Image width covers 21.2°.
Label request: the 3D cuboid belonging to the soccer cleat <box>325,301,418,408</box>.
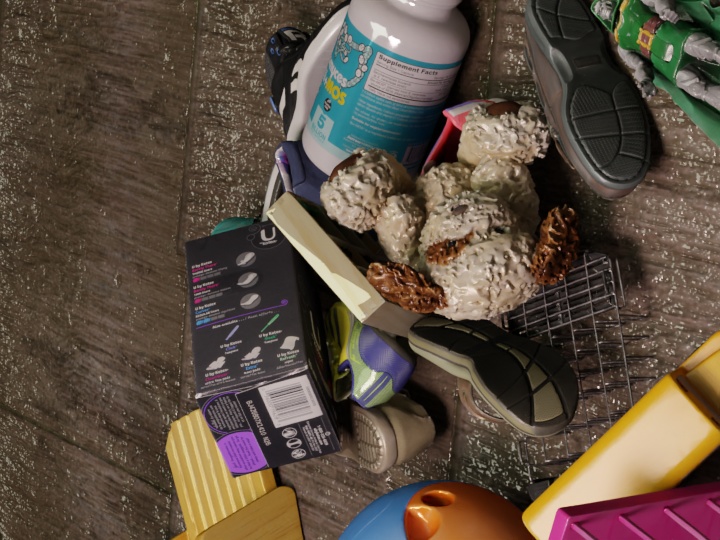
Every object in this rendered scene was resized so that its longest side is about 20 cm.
[{"bbox_3d":[-0.006,0.077,1.735,0.084,0.065,0.200,-51,16,-4],"label":"soccer cleat"}]

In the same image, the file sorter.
[{"bbox_3d":[0.231,0.246,1.354,0.125,0.199,0.139,37,120,44],"label":"file sorter"}]

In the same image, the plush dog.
[{"bbox_3d":[0.083,-0.022,1.546,0.172,0.199,0.161,-109,0,-57],"label":"plush dog"}]

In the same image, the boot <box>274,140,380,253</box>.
[{"bbox_3d":[-0.015,-0.034,1.765,0.073,0.090,0.201,118,140,-56],"label":"boot"}]

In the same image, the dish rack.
[{"bbox_3d":[0.181,0.088,1.542,0.153,0.054,0.201,-23,71,51],"label":"dish rack"}]

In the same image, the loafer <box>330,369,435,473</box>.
[{"bbox_3d":[0.012,0.137,1.769,0.200,0.068,0.076,-144,51,-66],"label":"loafer"}]

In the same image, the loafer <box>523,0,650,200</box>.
[{"bbox_3d":[0.177,-0.134,1.536,0.063,0.072,0.201,110,150,-55],"label":"loafer"}]

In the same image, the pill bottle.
[{"bbox_3d":[0.028,-0.178,1.693,0.111,0.110,0.201,50,129,41],"label":"pill bottle"}]

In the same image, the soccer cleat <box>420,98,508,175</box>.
[{"bbox_3d":[0.074,-0.060,1.664,0.068,0.073,0.201,49,130,40],"label":"soccer cleat"}]

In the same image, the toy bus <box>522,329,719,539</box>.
[{"bbox_3d":[0.214,0.133,1.417,0.065,0.078,0.200,48,109,13],"label":"toy bus"}]

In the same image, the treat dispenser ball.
[{"bbox_3d":[0.067,0.272,1.578,0.201,0.200,0.202,3,94,54],"label":"treat dispenser ball"}]

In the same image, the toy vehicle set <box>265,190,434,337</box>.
[{"bbox_3d":[0.000,0.000,1.618,0.027,0.200,0.124,-44,74,8],"label":"toy vehicle set"}]

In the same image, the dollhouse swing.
[{"bbox_3d":[-0.182,0.249,1.967,0.200,0.181,0.176,-29,88,52],"label":"dollhouse swing"}]

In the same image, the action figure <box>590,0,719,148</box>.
[{"bbox_3d":[0.239,-0.166,1.452,0.200,0.055,0.119,44,128,49],"label":"action figure"}]

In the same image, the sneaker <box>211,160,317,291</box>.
[{"bbox_3d":[-0.094,-0.040,1.888,0.121,0.083,0.201,31,125,42],"label":"sneaker"}]

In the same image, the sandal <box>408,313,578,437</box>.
[{"bbox_3d":[0.109,0.088,1.545,0.201,0.080,0.058,35,134,57],"label":"sandal"}]

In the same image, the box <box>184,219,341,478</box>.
[{"bbox_3d":[-0.089,0.067,1.741,0.200,0.106,0.122,-100,-7,-46],"label":"box"}]

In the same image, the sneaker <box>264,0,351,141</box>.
[{"bbox_3d":[-0.047,-0.206,1.810,0.112,0.073,0.200,64,149,30],"label":"sneaker"}]
